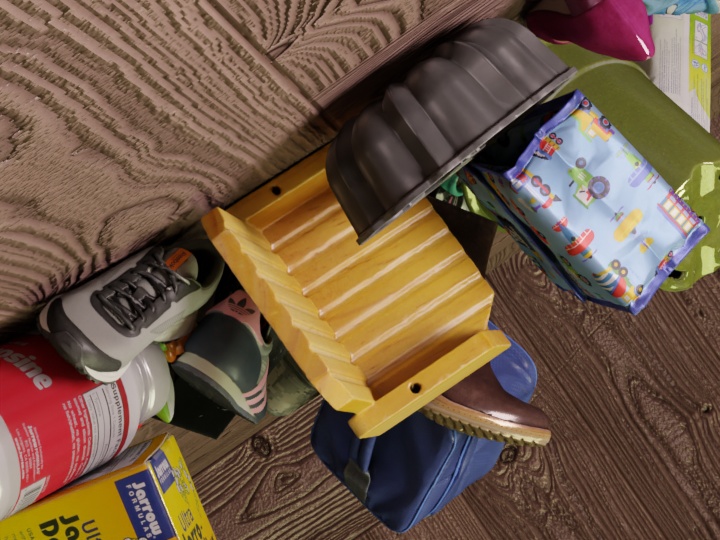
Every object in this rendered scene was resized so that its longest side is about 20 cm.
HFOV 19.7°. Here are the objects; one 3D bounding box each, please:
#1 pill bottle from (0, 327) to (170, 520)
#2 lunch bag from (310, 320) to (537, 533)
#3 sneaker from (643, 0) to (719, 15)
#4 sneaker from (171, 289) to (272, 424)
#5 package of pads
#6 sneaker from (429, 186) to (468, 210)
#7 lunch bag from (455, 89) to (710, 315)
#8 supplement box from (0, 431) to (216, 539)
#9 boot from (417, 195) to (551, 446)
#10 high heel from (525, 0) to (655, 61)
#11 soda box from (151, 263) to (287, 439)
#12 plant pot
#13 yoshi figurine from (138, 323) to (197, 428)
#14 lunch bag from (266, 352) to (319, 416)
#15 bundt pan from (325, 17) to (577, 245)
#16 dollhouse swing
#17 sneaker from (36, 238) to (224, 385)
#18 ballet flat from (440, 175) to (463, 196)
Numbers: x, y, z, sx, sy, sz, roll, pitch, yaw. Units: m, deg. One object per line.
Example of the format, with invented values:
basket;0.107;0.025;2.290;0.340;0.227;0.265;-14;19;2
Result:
pill bottle;-0.232;0.102;1.491;0.112;0.112;0.200;-40;172;40
lunch bag;0.048;0.119;1.764;0.132;0.136;0.200;-35;157;-37
sneaker;0.236;-0.236;1.633;0.090;0.078;0.200;-16;175;14
sneaker;-0.092;0.067;1.617;0.082;0.070;0.200;-59;175;-7
package of pads;0.252;-0.146;1.938;0.068;0.155;0.200;14;152;-18
sneaker;0.014;-0.035;1.983;0.200;0.080;0.086;-43;161;7
lunch bag;0.151;-0.050;1.615;0.094;0.151;0.200;-48;-167;-13
supplement box;-0.218;0.212;1.528;0.200;0.110;0.109;-21;-175;7
boot;0.081;0.037;1.647;0.072;0.200;0.166;106;6;-80
high heel;0.176;-0.176;1.559;0.067;0.096;0.200;-34;174;2
soda box;-0.101;0.049;1.717;0.200;0.071;0.063;-51;-151;33
plant pot;0.220;-0.078;1.729;0.200;0.190;0.200;-26;134;-30
yoshi figurine;-0.228;0.090;1.646;0.200;0.112;0.112;-47;-142;-15
lunch bag;-0.015;0.015;1.829;0.168;0.139;0.200;-36;174;34
bundt pan;0.054;-0.108;1.485;0.202;0.076;0.202;-38;179;-1
dollhouse swing;0.000;0.000;1.532;0.182;0.200;0.176;-33;169;-11
sneaker;-0.162;0.020;1.480;0.079;0.074;0.200;-48;175;26
ballet flat;0.137;-0.130;1.826;0.200;0.070;0.067;-39;172;34
